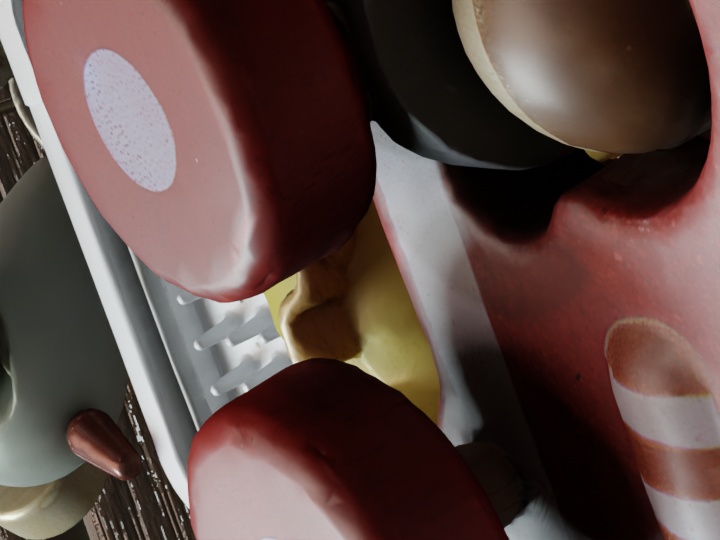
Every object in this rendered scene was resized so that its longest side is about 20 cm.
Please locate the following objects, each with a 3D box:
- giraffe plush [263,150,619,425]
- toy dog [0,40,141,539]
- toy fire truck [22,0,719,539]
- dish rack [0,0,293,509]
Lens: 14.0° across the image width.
[{"bbox_3d":[0.016,0.031,0.615,0.200,0.171,0.163,54,-145,-74],"label":"giraffe plush"},{"bbox_3d":[-0.080,-0.007,0.927,0.096,0.132,0.201,15,94,37],"label":"toy dog"},{"bbox_3d":[0.047,-0.007,0.435,0.168,0.112,0.201,8,122,56],"label":"toy fire truck"},{"bbox_3d":[-0.014,-0.021,0.827,0.171,0.043,0.201,-8,105,45],"label":"dish rack"}]
